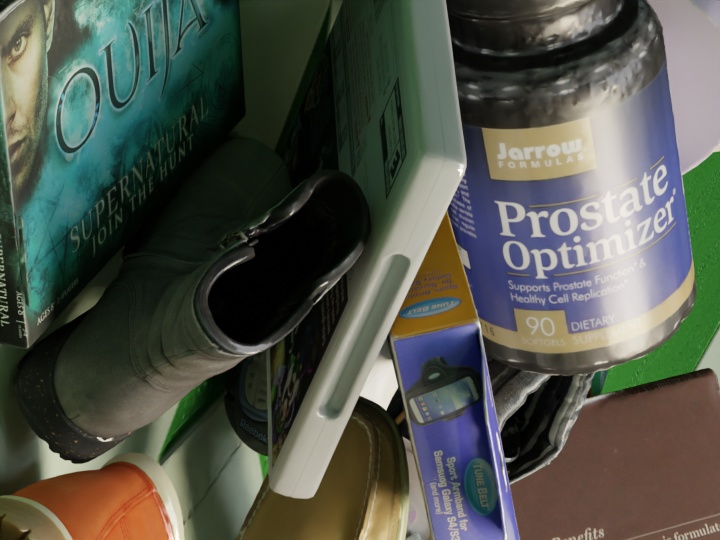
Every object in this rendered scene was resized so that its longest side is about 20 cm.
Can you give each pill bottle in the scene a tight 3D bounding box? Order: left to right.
[{"bbox_3d":[0.086,-0.063,1.069,0.112,0.111,0.201,-57,142,-49],"label":"pill bottle"}]

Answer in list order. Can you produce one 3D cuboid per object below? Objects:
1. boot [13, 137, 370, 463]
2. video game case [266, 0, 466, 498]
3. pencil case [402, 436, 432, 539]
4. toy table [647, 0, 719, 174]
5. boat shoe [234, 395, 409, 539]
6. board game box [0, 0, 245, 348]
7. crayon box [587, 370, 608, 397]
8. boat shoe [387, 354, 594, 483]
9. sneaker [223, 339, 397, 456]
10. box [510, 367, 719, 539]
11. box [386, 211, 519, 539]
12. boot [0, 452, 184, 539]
[{"bbox_3d":[-0.042,-0.006,0.940,0.070,0.131,0.200,48,39,-16],"label":"boot"},{"bbox_3d":[-0.003,-0.036,0.993,0.200,0.023,0.182,-94,-157,-50],"label":"video game case"},{"bbox_3d":[-0.009,0.161,1.136,0.083,0.091,0.200,-38,157,-33],"label":"pencil case"},{"bbox_3d":[0.126,-0.120,1.164,0.117,0.199,0.184,-42,126,-39],"label":"toy table"},{"bbox_3d":[-0.035,0.148,1.003,0.076,0.071,0.201,20,86,-67],"label":"boat shoe"},{"bbox_3d":[-0.098,-0.078,0.918,0.200,0.028,0.136,-54,149,-53],"label":"board game box"},{"bbox_3d":[0.073,-0.009,1.312,0.200,0.118,0.058,75,31,-51],"label":"crayon box"},{"bbox_3d":[0.034,0.091,1.186,0.071,0.091,0.201,12,120,-42],"label":"boat shoe"},{"bbox_3d":[0.000,0.000,1.147,0.087,0.074,0.201,27,81,-45],"label":"sneaker"},{"bbox_3d":[0.131,0.182,1.329,0.164,0.165,0.201,120,-44,-74],"label":"box"},{"bbox_3d":[0.032,0.037,1.012,0.200,0.041,0.119,-98,176,-62],"label":"box"},{"bbox_3d":[-0.105,0.170,0.931,0.107,0.075,0.201,-30,127,-57],"label":"boot"}]
